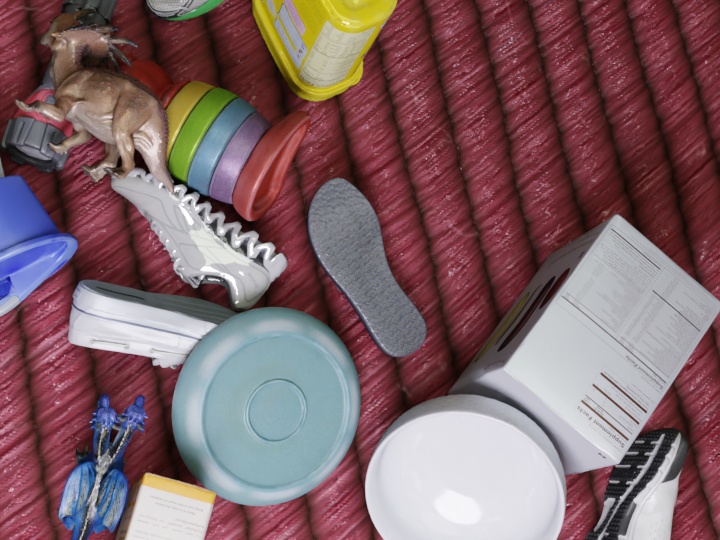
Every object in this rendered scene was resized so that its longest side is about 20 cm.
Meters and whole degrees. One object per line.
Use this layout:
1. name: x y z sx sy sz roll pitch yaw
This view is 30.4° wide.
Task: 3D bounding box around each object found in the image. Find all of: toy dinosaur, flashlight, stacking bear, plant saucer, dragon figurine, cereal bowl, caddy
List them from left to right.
1. caddy: -0.366 -0.001 1.244 0.199 0.141 0.105 -28 82 -17
2. flashlight: -0.302 -0.201 1.348 0.067 0.068 0.201 7 68 22
3. dragon figurine: -0.251 0.212 1.246 0.059 0.099 0.201 17 74 -10
4. toy dinosaur: -0.239 -0.165 1.273 0.200 0.086 0.136 36 74 -5
5. stacking bear: -0.171 -0.145 1.342 0.199 0.122 0.114 30 29 6
6. plant saucer: -0.086 0.137 1.307 0.199 0.027 0.201 -3 97 -24
7. cereal bowl: 0.109 0.207 1.315 0.200 0.200 0.083 38 28 -3

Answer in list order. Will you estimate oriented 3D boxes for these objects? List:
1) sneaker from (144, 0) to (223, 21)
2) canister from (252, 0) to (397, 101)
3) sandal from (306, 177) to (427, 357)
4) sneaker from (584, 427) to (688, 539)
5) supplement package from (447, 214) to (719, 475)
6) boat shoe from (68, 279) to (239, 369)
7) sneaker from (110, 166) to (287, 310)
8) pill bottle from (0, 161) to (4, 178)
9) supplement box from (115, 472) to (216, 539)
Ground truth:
1. sneaker: -0.150 -0.334 1.373 0.200 0.085 0.078 -37 89 17
2. canister: -0.039 -0.276 1.355 0.086 0.200 0.149 -25 85 -17
3. sandal: 0.000 0.001 1.393 0.076 0.043 0.201 -26 95 -11
4. sneaker: 0.298 0.261 1.399 0.080 0.074 0.201 35 76 -20
5. supplement package: 0.223 0.082 1.346 0.147 0.191 0.200 39 71 -2
6. boat shoe: -0.193 0.063 1.320 0.199 0.074 0.067 16 104 -14
7. sneaker: -0.174 -0.035 1.340 0.199 0.075 0.081 34 83 -3
8. pill bottle: -0.447 -0.092 1.258 0.199 0.113 0.113 -17 82 -18
9. supplement box: -0.202 0.297 1.226 0.073 0.126 0.201 17 73 -11
